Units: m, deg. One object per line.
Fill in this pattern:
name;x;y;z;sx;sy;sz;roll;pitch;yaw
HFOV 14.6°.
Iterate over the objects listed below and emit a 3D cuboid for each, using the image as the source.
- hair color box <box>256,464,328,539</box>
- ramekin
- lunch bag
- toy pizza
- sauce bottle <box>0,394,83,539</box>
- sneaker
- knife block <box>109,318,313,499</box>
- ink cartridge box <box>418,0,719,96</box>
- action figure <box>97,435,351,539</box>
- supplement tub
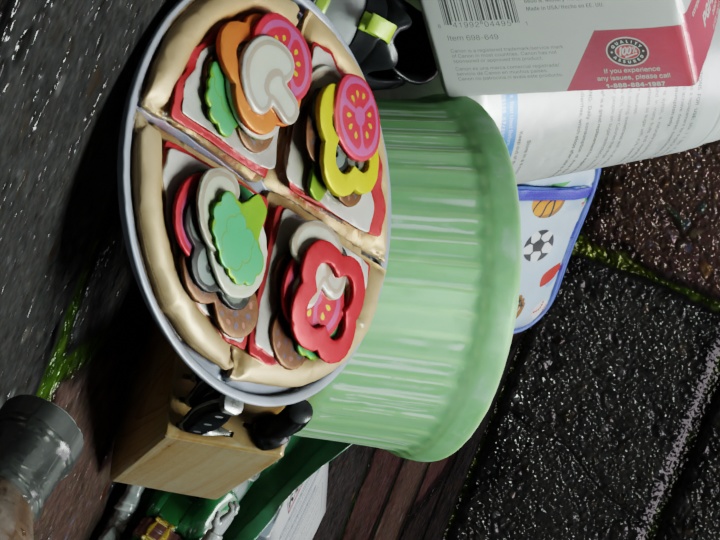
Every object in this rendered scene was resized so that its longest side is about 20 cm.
hair color box;-0.067;0.161;1.909;0.200;0.060;0.099;95;19;-66
ramekin;0.000;0.000;1.516;0.200;0.097;0.201;-175;-90;-67
lunch bag;0.048;-0.036;1.767;0.199;0.076;0.161;-1;125;-35
toy pizza;-0.038;-0.038;1.300;0.200;0.032;0.201;7;81;-53
sauce bottle;-0.175;0.134;1.162;0.200;0.064;0.065;-57;168;-40
sneaker;0.002;-0.115;1.537;0.200;0.082;0.072;27;87;-82
knife block;-0.073;0.073;1.423;0.176;0.064;0.201;-99;-156;-58
ink cartridge box;0.095;-0.196;1.452;0.085;0.145;0.201;-67;149;-46
action figure;-0.097;0.134;1.580;0.200;0.118;0.055;-54;153;-19
supplement tub;0.116;-0.122;1.651;0.199;0.132;0.132;-10;138;-26
